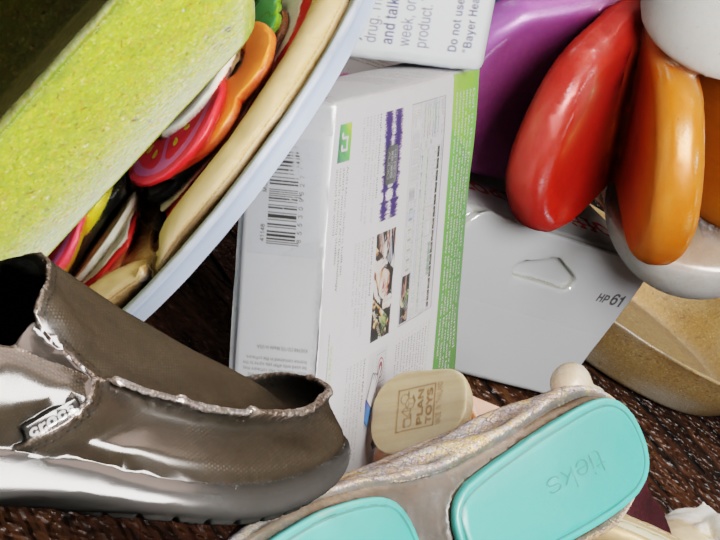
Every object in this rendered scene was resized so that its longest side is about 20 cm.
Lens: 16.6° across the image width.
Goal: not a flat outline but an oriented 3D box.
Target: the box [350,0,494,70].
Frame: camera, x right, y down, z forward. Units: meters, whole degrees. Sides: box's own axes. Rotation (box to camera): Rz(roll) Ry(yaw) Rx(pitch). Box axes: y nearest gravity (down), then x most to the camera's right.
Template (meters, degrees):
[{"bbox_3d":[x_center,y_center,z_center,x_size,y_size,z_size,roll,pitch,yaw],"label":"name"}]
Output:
[{"bbox_3d":[-0.040,-0.186,0.946,0.200,0.184,0.105,5,24,-10],"label":"box"}]

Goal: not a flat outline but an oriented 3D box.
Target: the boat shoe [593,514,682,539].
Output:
[{"bbox_3d":[0.131,0.143,0.888,0.200,0.074,0.069,39,16,-20],"label":"boat shoe"}]

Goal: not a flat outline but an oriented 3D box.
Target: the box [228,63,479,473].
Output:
[{"bbox_3d":[0.000,0.000,0.912,0.036,0.145,0.200,7,9,17],"label":"box"}]

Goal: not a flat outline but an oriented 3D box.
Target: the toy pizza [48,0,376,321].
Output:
[{"bbox_3d":[-0.065,-0.050,0.813,0.032,0.200,0.200,38,14,-18],"label":"toy pizza"}]

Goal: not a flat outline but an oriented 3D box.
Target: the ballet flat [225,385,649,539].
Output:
[{"bbox_3d":[0.007,0.091,0.778,0.200,0.068,0.067,-18,6,-39],"label":"ballet flat"}]

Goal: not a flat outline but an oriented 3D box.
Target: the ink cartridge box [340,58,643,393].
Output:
[{"bbox_3d":[0.018,-0.039,1.156,0.144,0.085,0.200,15,24,-46],"label":"ink cartridge box"}]

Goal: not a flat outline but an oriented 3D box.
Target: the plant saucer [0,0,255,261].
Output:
[{"bbox_3d":[-0.103,-0.064,0.799,0.048,0.200,0.200,39,14,-22],"label":"plant saucer"}]

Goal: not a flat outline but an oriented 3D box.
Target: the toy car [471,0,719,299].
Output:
[{"bbox_3d":[0.102,-0.080,1.062,0.150,0.175,0.200,-20,48,-24],"label":"toy car"}]

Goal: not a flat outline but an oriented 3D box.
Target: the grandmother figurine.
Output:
[{"bbox_3d":[0.082,0.094,0.931,0.060,0.122,0.200,-9,-27,40],"label":"grandmother figurine"}]

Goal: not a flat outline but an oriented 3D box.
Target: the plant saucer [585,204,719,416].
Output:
[{"bbox_3d":[0.139,0.019,1.312,0.200,0.035,0.200,31,17,-10],"label":"plant saucer"}]

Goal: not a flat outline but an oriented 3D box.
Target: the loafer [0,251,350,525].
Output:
[{"bbox_3d":[-0.084,0.031,0.694,0.200,0.072,0.073,5,0,-39],"label":"loafer"}]
